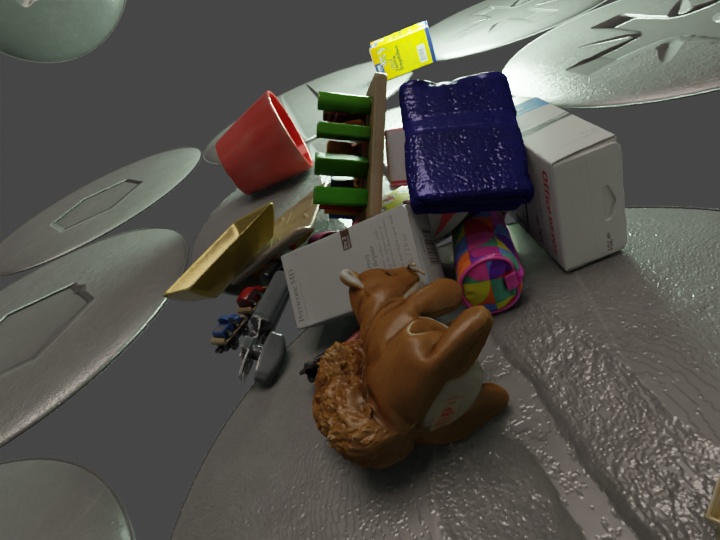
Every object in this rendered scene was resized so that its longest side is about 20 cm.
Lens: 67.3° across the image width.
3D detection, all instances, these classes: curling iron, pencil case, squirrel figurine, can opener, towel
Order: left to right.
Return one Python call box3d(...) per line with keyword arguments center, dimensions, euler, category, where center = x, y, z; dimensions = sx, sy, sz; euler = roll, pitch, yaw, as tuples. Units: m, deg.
box3d(center=(-0.121, 0.081, 0.760), dimensions=(0.065, 0.054, 0.202), euler=(16, 37, 1), category="can opener")
box3d(center=(0.008, 0.079, 0.670), dimensions=(0.197, 0.026, 0.049), euler=(-31, -2, -31), category="curling iron")
box3d(center=(0.022, 0.081, 0.534), dimensions=(0.198, 0.142, 0.187), euler=(-38, 44, -2), category="squirrel figurine")
box3d(center=(0.123, -0.154, 0.658), dimensions=(0.143, 0.050, 0.205), euler=(-4, 57, 5), category="towel")
box3d(center=(0.159, -0.035, 0.696), dimensions=(0.086, 0.090, 0.202), euler=(-13, 33, 16), category="pencil case")

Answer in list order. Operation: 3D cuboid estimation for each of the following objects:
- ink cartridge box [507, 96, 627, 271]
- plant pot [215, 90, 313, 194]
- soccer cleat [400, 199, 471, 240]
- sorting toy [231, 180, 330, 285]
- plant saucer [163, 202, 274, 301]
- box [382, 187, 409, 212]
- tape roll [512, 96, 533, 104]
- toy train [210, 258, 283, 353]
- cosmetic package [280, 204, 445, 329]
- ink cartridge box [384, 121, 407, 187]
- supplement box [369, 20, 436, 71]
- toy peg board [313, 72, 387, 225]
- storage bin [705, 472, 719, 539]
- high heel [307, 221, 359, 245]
box3d(center=(0.246, -0.119, 0.697), dimensions=(0.084, 0.149, 0.202), euler=(-19, 30, 2), category="ink cartridge box")
box3d(center=(-0.233, -0.288, 1.279), dimensions=(0.174, 0.203, 0.202), euler=(-29, 29, 8), category="plant pot")
box3d(center=(0.063, -0.050, 0.723), dimensions=(0.200, 0.072, 0.069), euler=(-46, 18, 31), category="soccer cleat")
box3d(center=(-0.133, -0.064, 0.958), dimensions=(0.183, 0.037, 0.202), euler=(-33, 20, 26), category="sorting toy")
box3d(center=(-0.232, -0.018, 0.921), dimensions=(0.201, 0.049, 0.198), euler=(-51, 19, -25), category="plant saucer")
box3d(center=(0.111, -0.114, 0.889), dimensions=(0.196, 0.049, 0.117), euler=(-28, 30, -13), category="box")
box3d(center=(0.260, -0.277, 1.049), dimensions=(0.197, 0.038, 0.205), euler=(-18, 31, 11), category="tape roll")
box3d(center=(-0.165, 0.048, 0.829), dimensions=(0.033, 0.047, 0.202), euler=(-3, 36, 31), category="toy train")
box3d(center=(0.000, 0.000, 0.680), dimensions=(0.196, 0.105, 0.073), euler=(-21, -10, 28), category="cosmetic package")
box3d(center=(0.128, -0.194, 0.828), dimensions=(0.141, 0.088, 0.200), euler=(-2, 18, 17), category="ink cartridge box")
box3d(center=(0.136, -0.702, 1.735), dimensions=(0.194, 0.112, 0.110), euler=(-16, 30, 13), category="supplement box")
box3d(center=(-0.027, -0.170, 0.834), dimensions=(0.094, 0.207, 0.199), euler=(3, -3, -8), category="toy peg board")
box3d(center=(0.327, 0.133, 0.300), dimensions=(0.197, 0.096, 0.198), euler=(11, 44, 45), category="storage bin")
box3d(center=(-0.040, -0.052, 0.844), dimensions=(0.067, 0.097, 0.199), euler=(-40, 35, -15), category="high heel")
